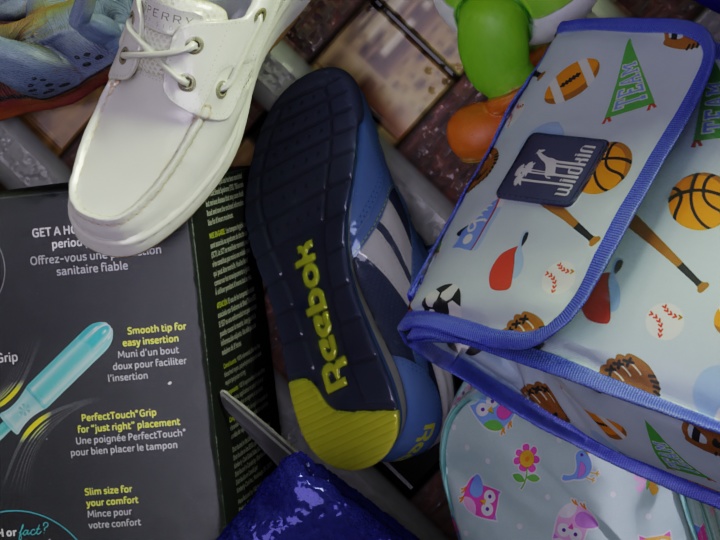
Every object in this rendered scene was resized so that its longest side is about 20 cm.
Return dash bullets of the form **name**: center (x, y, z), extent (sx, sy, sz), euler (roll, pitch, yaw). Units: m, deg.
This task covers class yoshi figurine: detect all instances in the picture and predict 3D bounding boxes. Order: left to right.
- **yoshi figurine**: center (0.034, -0.154, 0.989), extent (0.112, 0.112, 0.201), euler (-26, 112, -16)

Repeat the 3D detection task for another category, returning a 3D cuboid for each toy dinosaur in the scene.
- **toy dinosaur**: center (-0.129, -0.122, 1.078), extent (0.181, 0.105, 0.200), euler (11, 132, 1)

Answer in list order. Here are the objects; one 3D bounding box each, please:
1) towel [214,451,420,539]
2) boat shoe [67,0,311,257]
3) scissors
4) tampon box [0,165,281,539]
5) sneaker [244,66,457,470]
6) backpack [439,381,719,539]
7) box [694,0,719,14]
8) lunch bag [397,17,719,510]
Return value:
- **towel**: center (-0.035, 0.190, 0.973), extent (0.148, 0.050, 0.200), euler (37, 104, -12)
- **boat shoe**: center (-0.079, -0.103, 0.962), extent (0.071, 0.069, 0.201), euler (19, 72, 22)
- **scissors**: center (0.002, 0.119, 1.036), extent (0.073, 0.014, 0.200), euler (-9, 130, 22)
- **tampon box**: center (-0.127, 0.056, 1.050), extent (0.149, 0.126, 0.201), euler (-5, 94, 11)
- **sneaker**: center (0.000, 0.000, 1.052), extent (0.074, 0.082, 0.201), euler (-20, 73, 38)
- **backpack**: center (0.118, 0.122, 1.009), extent (0.166, 0.127, 0.201), euler (-16, 89, 16)
- **box**: center (0.189, -0.176, 0.884), extent (0.183, 0.200, 0.105), euler (23, 80, -21)
- **lunch bag**: center (0.136, -0.004, 0.902), extent (0.199, 0.124, 0.170), euler (24, 72, 18)
